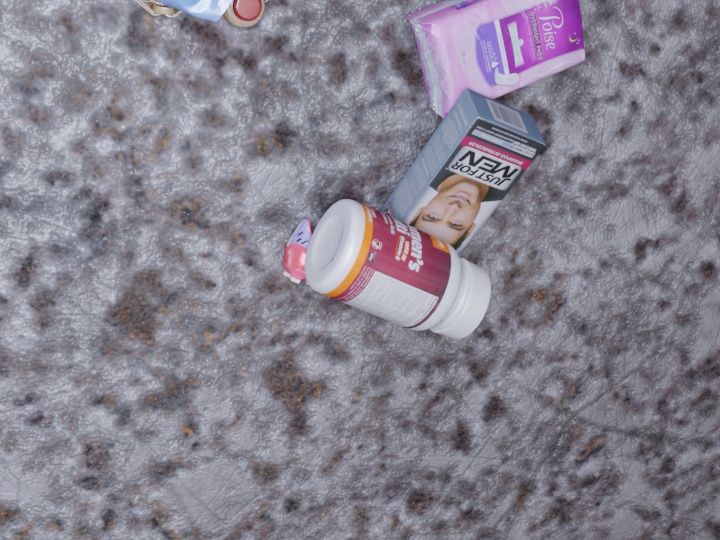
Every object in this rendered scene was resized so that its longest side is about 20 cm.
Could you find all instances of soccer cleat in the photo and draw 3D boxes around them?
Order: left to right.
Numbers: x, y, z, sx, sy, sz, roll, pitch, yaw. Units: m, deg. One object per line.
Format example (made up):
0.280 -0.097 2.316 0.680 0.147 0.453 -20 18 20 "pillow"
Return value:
0.000 0.000 1.229 0.199 0.067 0.077 18 97 -25 "soccer cleat"

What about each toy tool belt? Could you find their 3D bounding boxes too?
-0.165 -0.300 1.005 0.199 0.123 0.125 33 95 -30 "toy tool belt"

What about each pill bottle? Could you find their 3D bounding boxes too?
0.045 0.004 1.162 0.199 0.110 0.110 22 100 -27 "pill bottle"

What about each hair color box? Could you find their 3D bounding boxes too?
0.114 -0.104 1.193 0.098 0.061 0.200 16 128 -27 "hair color box"

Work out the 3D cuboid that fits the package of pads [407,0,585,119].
0.160 -0.268 1.185 0.199 0.076 0.121 -24 121 -13 "package of pads"
